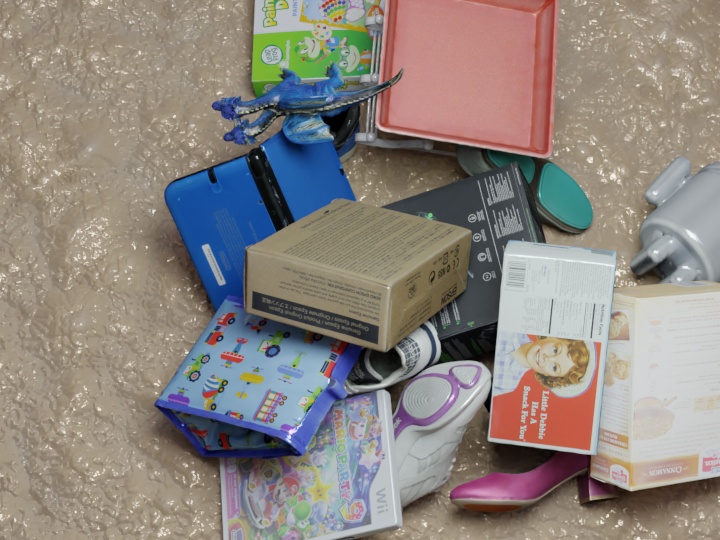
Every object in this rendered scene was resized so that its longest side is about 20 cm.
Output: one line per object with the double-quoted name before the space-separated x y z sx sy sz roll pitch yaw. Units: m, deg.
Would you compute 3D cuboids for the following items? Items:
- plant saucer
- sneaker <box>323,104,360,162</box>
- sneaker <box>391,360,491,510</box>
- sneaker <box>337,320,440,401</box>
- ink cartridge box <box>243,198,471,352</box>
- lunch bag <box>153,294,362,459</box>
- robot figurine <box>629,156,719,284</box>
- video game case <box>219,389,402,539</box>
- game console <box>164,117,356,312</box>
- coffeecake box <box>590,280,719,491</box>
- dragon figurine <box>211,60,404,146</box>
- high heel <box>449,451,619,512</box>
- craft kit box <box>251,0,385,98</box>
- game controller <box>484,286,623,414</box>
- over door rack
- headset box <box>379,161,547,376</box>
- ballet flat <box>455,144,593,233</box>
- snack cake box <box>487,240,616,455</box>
"plant saucer" 0.116 -0.226 1.730 0.198 0.037 0.202 9 72 -11
"sneaker" -0.081 -0.133 1.784 0.199 0.111 0.077 -33 72 -20
"sneaker" 0.070 0.173 1.633 0.200 0.099 0.075 -46 41 16
"sneaker" -0.014 0.104 1.646 0.077 0.199 0.080 61 30 -2
"ink cartridge box" 0.000 0.000 1.597 0.163 0.076 0.200 14 24 25
"lunch bag" -0.087 0.110 1.600 0.094 0.199 0.151 51 57 -31
"robot figurine" 0.399 -0.049 1.802 0.200 0.113 0.170 -38 89 -22
"video game case" -0.055 0.213 1.615 0.198 0.018 0.145 -16 62 22
"game console" -0.095 -0.048 1.727 0.169 0.119 0.201 -18 110 13
"coffeecake box" 0.325 0.119 1.659 0.152 0.073 0.202 -4 98 -30
"dragon figurine" -0.053 -0.170 1.649 0.198 0.059 0.100 2 36 16
"high heel" 0.184 0.203 1.675 0.198 0.067 0.097 -3 75 -14
"craft kit box" -0.030 -0.307 1.890 0.195 0.049 0.202 -3 66 7
"game controller" 0.225 0.104 1.694 0.199 0.042 0.105 -38 117 -2
"over door rack" 0.093 -0.205 1.803 0.198 0.066 0.149 8 84 -29
"headset box" 0.107 0.003 1.720 0.198 0.093 0.176 -19 66 11
"ballet flat" 0.187 -0.104 1.813 0.199 0.063 0.068 33 64 -33
"snack cake box" 0.195 0.078 1.602 0.114 0.067 0.202 6 103 8
